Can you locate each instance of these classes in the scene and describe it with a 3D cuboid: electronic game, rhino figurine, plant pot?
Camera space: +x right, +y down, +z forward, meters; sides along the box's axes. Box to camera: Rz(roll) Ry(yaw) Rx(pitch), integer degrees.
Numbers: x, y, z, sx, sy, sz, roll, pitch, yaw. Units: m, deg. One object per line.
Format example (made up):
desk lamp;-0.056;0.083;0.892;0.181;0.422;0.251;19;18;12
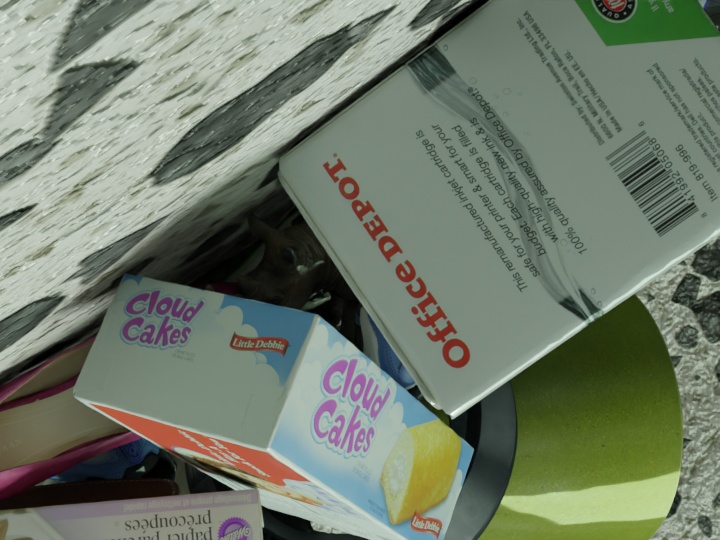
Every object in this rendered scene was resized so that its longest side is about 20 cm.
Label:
electronic game;-0.007;0.094;0.951;0.199;0.201;0.042;-34;153;-4
rhino figurine;0.000;0.000;0.875;0.199;0.060;0.088;-5;126;-36
plant pot;0.075;0.102;1.063;0.198;0.189;0.187;-4;162;-25

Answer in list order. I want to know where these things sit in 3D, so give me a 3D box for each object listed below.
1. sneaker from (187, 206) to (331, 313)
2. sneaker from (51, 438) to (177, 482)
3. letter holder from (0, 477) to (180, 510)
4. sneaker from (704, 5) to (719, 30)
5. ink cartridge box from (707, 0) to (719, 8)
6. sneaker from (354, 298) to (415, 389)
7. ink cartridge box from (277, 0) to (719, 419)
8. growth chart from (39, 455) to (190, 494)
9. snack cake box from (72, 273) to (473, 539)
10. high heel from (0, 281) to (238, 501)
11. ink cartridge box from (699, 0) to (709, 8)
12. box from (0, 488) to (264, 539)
sneaker;-0.060;0.007;0.950;0.199;0.077;0.088;-35;-153;-13
sneaker;-0.164;0.114;1.001;0.078;0.090;0.200;-33;177;-18
letter holder;-0.190;0.172;0.931;0.198;0.101;0.143;-7;-150;4
sneaker;0.176;-0.093;0.928;0.199;0.077;0.114;-34;179;28
ink cartridge box;0.190;-0.130;1.062;0.199;0.051;0.109;-34;-159;-1
sneaker;0.077;-0.013;0.833;0.200;0.076;0.077;-45;-141;-3
ink cartridge box;0.083;-0.049;0.759;0.199;0.147;0.083;-35;177;11
growth chart;-0.142;0.145;1.074;0.198;0.018;0.145;2;-145;29
snack cake box;-0.036;0.077;0.818;0.200;0.114;0.068;43;64;-56
high heel;-0.134;0.060;0.835;0.198;0.068;0.096;-23;179;-8
ink cartridge box;0.108;-0.114;0.917;0.199;0.041;0.200;-36;175;5
box;-0.147;0.138;0.819;0.198;0.039;0.041;-4;170;-3
